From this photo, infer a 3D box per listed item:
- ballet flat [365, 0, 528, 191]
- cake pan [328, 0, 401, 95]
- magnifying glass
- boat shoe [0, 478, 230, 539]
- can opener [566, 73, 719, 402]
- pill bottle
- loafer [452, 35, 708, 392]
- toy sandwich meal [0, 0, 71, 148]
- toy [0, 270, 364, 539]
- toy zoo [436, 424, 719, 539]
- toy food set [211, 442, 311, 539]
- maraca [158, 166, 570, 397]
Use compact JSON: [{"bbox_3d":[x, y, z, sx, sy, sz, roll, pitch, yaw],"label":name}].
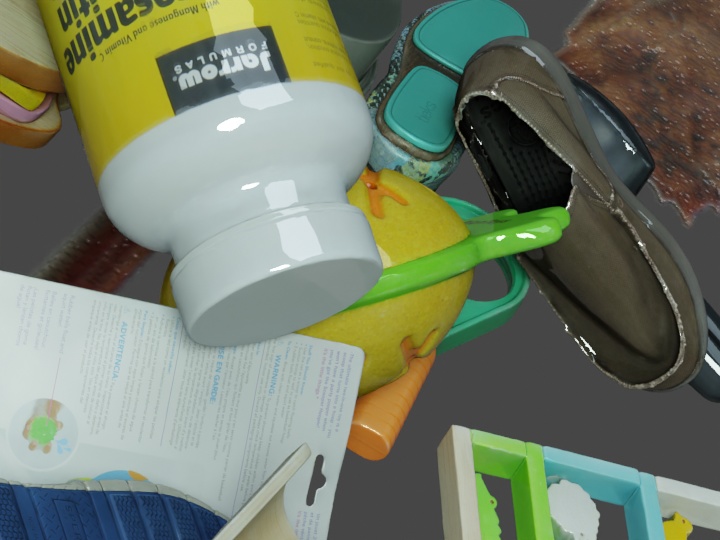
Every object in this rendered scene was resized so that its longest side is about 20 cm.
[{"bbox_3d":[0.036,-0.089,1.026,0.074,0.074,0.200,33,34,5],"label":"ballet flat"},{"bbox_3d":[-0.050,-0.177,0.972,0.200,0.037,0.200,38,31,-28],"label":"cake pan"},{"bbox_3d":[0.033,0.025,0.934,0.080,0.022,0.200,30,39,1],"label":"magnifying glass"},{"bbox_3d":[-0.111,0.120,0.693,0.200,0.072,0.072,21,37,-41],"label":"boat shoe"},{"bbox_3d":[0.139,-0.011,1.009,0.063,0.079,0.200,-12,63,-50],"label":"can opener"},{"bbox_3d":[-0.061,-0.077,0.753,0.112,0.112,0.200,-7,68,-37],"label":"pill bottle"},{"bbox_3d":[0.100,-0.019,0.947,0.200,0.073,0.071,57,34,-2],"label":"loafer"},{"bbox_3d":[-0.167,-0.155,0.834,0.205,0.070,0.205,22,53,-34],"label":"toy sandwich meal"},{"bbox_3d":[-0.106,0.067,0.760,0.200,0.115,0.047,13,-4,-25],"label":"toy"},{"bbox_3d":[0.133,0.146,0.863,0.200,0.020,0.131,16,40,-16],"label":"toy zoo"},{"bbox_3d":[-0.004,0.179,0.664,0.200,0.060,0.144,56,39,-8],"label":"toy food set"},{"bbox_3d":[0.000,0.000,0.854,0.200,0.137,0.107,-17,101,-26],"label":"maraca"}]
